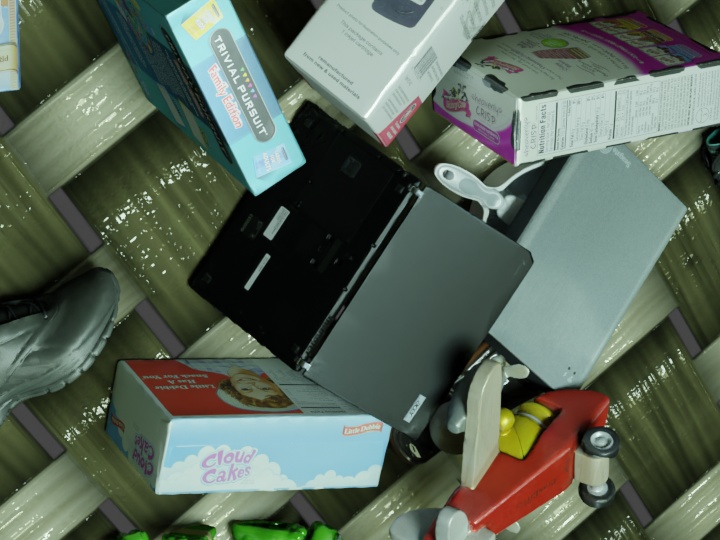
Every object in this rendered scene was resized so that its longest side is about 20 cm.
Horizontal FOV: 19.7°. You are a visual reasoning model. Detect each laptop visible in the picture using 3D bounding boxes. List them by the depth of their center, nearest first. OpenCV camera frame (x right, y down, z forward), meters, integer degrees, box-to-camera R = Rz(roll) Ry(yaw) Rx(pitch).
[{"bbox_3d":[0.000,0.000,1.633,0.178,0.200,0.103,-56,153,5],"label":"laptop"}]

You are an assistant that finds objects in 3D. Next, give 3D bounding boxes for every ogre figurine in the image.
[{"bbox_3d":[-0.110,0.273,1.734,0.199,0.098,0.121,-3,97,-44],"label":"ogre figurine"}]

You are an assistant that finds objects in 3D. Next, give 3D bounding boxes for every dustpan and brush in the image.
[{"bbox_3d":[0.121,-0.053,1.724,0.199,0.057,0.140,28,98,-35],"label":"dustpan and brush"}]

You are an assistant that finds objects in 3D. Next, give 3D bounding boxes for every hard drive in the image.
[{"bbox_3d":[0.178,-0.009,1.727,0.139,0.033,0.201,40,77,-34],"label":"hard drive"}]

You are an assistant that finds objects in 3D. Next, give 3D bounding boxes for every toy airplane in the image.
[{"bbox_3d":[0.098,0.164,1.679,0.199,0.141,0.201,17,110,-53],"label":"toy airplane"}]

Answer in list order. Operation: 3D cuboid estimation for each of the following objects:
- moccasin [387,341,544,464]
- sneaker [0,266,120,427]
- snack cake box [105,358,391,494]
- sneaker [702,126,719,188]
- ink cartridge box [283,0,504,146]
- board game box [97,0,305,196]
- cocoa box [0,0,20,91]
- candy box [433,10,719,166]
[{"bbox_3d":[0.105,0.093,1.782,0.201,0.078,0.074,-38,110,-3],"label":"moccasin"},{"bbox_3d":[-0.268,0.058,1.555,0.200,0.076,0.091,-40,119,-9],"label":"sneaker"},{"bbox_3d":[-0.089,0.123,1.656,0.199,0.115,0.068,1,112,-29],"label":"snack cake box"},{"bbox_3d":[0.339,-0.087,1.834,0.079,0.075,0.202,-5,109,-12],"label":"sneaker"},{"bbox_3d":[0.044,-0.203,1.552,0.084,0.145,0.200,39,91,8],"label":"ink cartridge box"},{"bbox_3d":[-0.124,-0.157,1.451,0.047,0.200,0.152,-33,125,-11],"label":"board game box"},{"bbox_3d":[-0.336,-0.186,1.360,0.199,0.133,0.132,-10,118,-24],"label":"cocoa box"},{"bbox_3d":[0.176,-0.148,1.663,0.199,0.136,0.061,-11,117,-23],"label":"candy box"}]
